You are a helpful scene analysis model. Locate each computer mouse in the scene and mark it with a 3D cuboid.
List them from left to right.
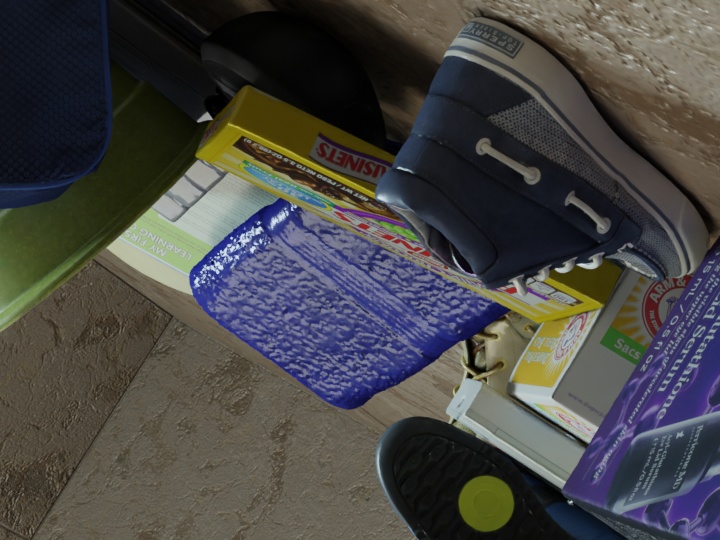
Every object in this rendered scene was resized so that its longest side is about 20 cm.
[{"bbox_3d":[-0.029,-0.089,1.106,0.138,0.053,0.200,37,173,12],"label":"computer mouse"}]

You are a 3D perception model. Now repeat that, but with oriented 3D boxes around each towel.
[{"bbox_3d":[0.000,0.000,1.285,0.148,0.050,0.200,38,138,-14],"label":"towel"}]

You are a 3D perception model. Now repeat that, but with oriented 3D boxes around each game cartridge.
[{"bbox_3d":[-0.154,-0.120,1.240,0.200,0.038,0.130,36,139,-17],"label":"game cartridge"}]

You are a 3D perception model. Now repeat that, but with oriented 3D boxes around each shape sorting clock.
[{"bbox_3d":[-0.100,-0.053,1.336,0.200,0.039,0.200,11,134,12],"label":"shape sorting clock"}]

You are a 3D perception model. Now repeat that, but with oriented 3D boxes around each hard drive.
[{"bbox_3d":[0.140,0.124,1.163,0.200,0.026,0.132,33,178,0],"label":"hard drive"}]

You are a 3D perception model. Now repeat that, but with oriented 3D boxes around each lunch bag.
[{"bbox_3d":[-0.194,-0.128,1.019,0.136,0.200,0.132,-1,180,-14],"label":"lunch bag"}]

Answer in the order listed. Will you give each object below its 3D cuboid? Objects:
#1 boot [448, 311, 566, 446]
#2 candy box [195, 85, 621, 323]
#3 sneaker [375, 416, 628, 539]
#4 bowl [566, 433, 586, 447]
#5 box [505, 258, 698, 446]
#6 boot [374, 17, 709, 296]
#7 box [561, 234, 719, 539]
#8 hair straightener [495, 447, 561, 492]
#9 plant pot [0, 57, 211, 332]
[{"bbox_3d":[0.076,0.076,1.375,0.200,0.155,0.073,37,171,-37],"label":"boot"},{"bbox_3d":[0.020,-0.029,1.034,0.200,0.026,0.102,26,171,-9],"label":"candy box"},{"bbox_3d":[0.091,0.146,1.149,0.200,0.066,0.078,33,-178,-4],"label":"sneaker"},{"bbox_3d":[0.225,0.116,1.258,0.201,0.094,0.201,32,174,4],"label":"bowl"},{"bbox_3d":[0.190,0.073,1.080,0.200,0.101,0.112,33,174,-5],"label":"box"},{"bbox_3d":[0.079,-0.024,0.936,0.073,0.090,0.200,25,170,44],"label":"boot"},{"bbox_3d":[0.191,0.069,0.870,0.104,0.148,0.200,34,172,-13],"label":"box"},{"bbox_3d":[0.102,0.129,1.263,0.077,0.041,0.200,41,-174,22],"label":"hair straightener"},{"bbox_3d":[-0.212,-0.087,1.158,0.190,0.200,0.200,51,169,-11],"label":"plant pot"}]
